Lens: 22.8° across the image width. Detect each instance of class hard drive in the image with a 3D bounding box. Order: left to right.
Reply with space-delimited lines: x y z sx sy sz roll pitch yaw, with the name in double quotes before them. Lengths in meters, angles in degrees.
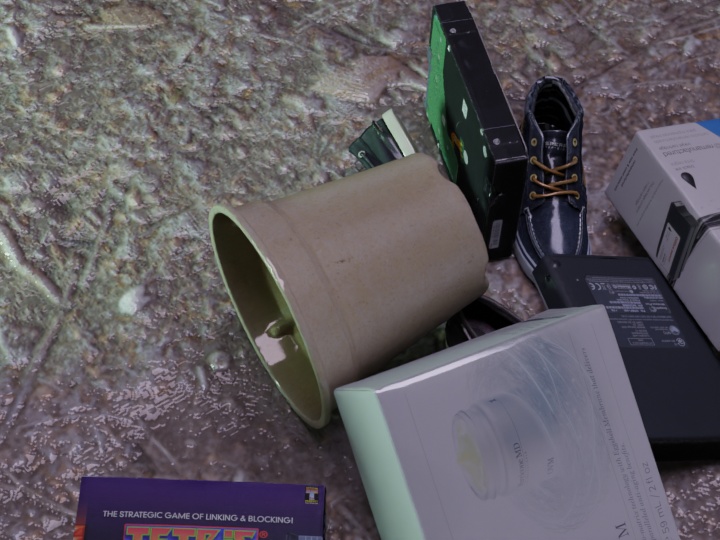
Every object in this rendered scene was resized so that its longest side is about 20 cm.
"hard drive" 0.104 -0.129 1.631 0.037 0.140 0.201 -10 52 -11
"hard drive" 0.242 0.073 1.520 0.138 0.033 0.201 2 48 -30

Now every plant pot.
"plant pot" 0.000 0.000 1.477 0.182 0.201 0.201 -26 57 -15

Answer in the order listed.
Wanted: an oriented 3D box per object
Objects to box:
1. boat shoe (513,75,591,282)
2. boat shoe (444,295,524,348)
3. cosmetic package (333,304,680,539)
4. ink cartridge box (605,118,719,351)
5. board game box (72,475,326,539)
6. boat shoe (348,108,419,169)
"boat shoe" 0.173 -0.081 1.627 0.070 0.091 0.202 -2 52 -4
"boat shoe" 0.150 0.092 1.513 0.200 0.057 0.067 38 59 24
"cosmetic package" 0.111 0.153 1.368 0.198 0.123 0.201 -19 92 -15
"ink cartridge box" 0.336 -0.036 1.587 0.143 0.085 0.201 -10 52 -29
"board game box" -0.127 0.246 1.383 0.198 0.057 0.167 2 53 -1
"boat shoe" 0.043 -0.050 1.615 0.066 0.074 0.201 -28 70 9
